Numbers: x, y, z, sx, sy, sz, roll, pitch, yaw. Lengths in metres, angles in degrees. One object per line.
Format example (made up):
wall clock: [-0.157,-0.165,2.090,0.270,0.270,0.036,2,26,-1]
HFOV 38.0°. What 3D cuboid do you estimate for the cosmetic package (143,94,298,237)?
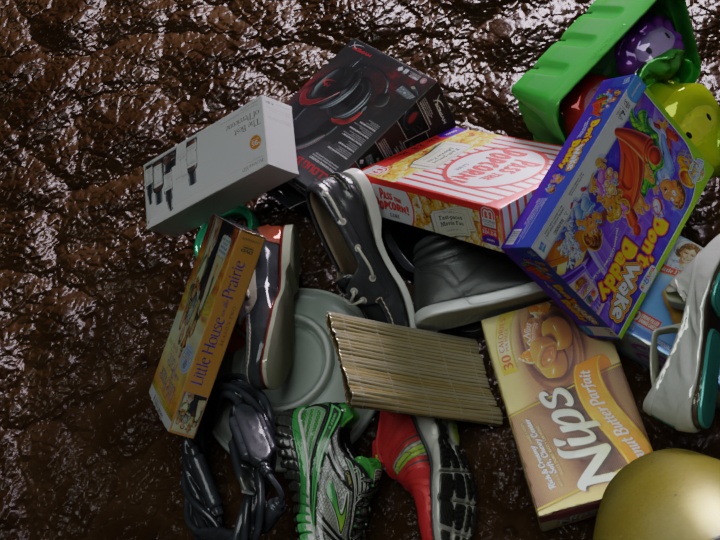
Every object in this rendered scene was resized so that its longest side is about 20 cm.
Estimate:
cosmetic package: [-0.156,-0.109,1.133,0.199,0.050,0.083,-23,67,36]

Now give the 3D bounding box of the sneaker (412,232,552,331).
sneaker: [0.142,-0.009,1.027,0.198,0.071,0.100,-11,68,-3]

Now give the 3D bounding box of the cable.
cable: [-0.125,0.193,0.987,0.050,0.164,0.200,7,28,-29]

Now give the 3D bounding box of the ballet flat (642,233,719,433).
ballet flat: [0.292,0.044,0.917,0.069,0.070,0.201,14,69,20]

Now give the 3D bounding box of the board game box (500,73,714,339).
board game box: [0.231,-0.058,0.957,0.201,0.134,0.045,-57,25,-18]

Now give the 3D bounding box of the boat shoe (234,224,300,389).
boat shoe: [-0.098,0.034,1.029,0.062,0.071,0.201,-3,49,7]

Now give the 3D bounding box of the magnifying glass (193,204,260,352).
magnifying glass: [-0.140,0.005,1.116,0.079,0.022,0.201,-26,42,16]

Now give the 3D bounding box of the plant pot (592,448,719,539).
plant pot: [0.267,0.228,0.843,0.199,0.201,0.142,-21,34,3]

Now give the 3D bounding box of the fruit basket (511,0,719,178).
fruit basket: [0.288,-0.173,1.066,0.214,0.156,0.217,-17,46,19]

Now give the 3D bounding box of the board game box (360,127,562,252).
board game box: [0.116,-0.086,1.035,0.151,0.047,0.199,-28,31,-34]

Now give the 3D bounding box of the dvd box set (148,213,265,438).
dvd box set: [-0.154,0.048,1.026,0.029,0.146,0.201,19,93,-20]

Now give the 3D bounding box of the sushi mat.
sushi mat: [0.054,0.092,0.965,0.012,0.199,0.096,-43,51,34]

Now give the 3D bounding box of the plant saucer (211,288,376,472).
plant saucer: [-0.074,0.101,1.061,0.199,0.050,0.201,-6,62,11]

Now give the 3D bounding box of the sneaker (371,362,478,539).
sneaker: [0.053,0.182,0.986,0.085,0.077,0.201,-26,54,23]

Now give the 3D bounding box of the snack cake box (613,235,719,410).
snack cake box: [0.347,0.066,0.960,0.199,0.067,0.115,31,75,26]

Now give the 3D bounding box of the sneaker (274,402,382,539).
sneaker: [-0.017,0.215,0.955,0.085,0.078,0.201,-18,74,9]

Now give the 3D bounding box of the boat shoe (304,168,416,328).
boat shoe: [0.000,0.000,1.039,0.060,0.074,0.201,-20,95,-29]

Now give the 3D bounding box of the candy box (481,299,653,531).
candy box: [0.194,0.127,0.974,0.115,0.055,0.201,-16,61,5]

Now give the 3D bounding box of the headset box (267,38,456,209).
headset box: [-0.019,-0.142,1.144,0.200,0.075,0.148,-45,49,-10]

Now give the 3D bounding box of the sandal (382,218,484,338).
sandal: [0.071,-0.014,1.087,0.076,0.043,0.200,-43,61,-10]
